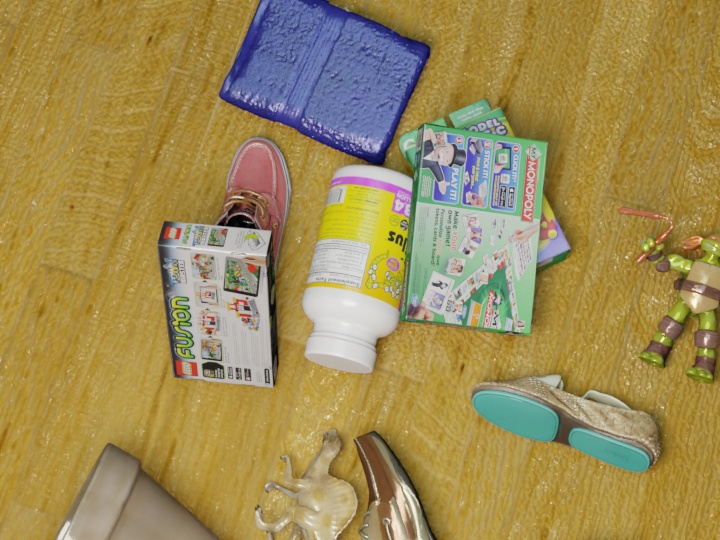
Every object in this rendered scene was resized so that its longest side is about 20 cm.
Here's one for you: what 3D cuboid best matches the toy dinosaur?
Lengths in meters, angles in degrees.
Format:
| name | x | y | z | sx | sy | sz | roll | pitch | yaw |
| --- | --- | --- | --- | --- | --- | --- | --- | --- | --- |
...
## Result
| name | x | y | z | sx | sy | sz | roll | pitch | yaw |
| --- | --- | --- | --- | --- | --- | --- | --- | --- | --- |
| toy dinosaur | -0.050 | 0.251 | 1.680 | 0.100 | 0.058 | 0.201 | -10 | 65 | 12 |

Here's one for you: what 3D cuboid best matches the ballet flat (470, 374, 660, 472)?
| name | x | y | z | sx | sy | sz | roll | pitch | yaw |
| --- | --- | --- | --- | --- | --- | --- | --- | --- | --- |
| ballet flat | 0.211 | 0.145 | 1.709 | 0.199 | 0.071 | 0.065 | 22 | 50 | 6 |

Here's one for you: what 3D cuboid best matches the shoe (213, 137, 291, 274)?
| name | x | y | z | sx | sy | sz | roll | pitch | yaw |
| --- | --- | --- | --- | --- | --- | --- | --- | --- | --- |
| shoe | -0.115 | -0.058 | 1.756 | 0.071 | 0.091 | 0.202 | 3 | 71 | 5 |

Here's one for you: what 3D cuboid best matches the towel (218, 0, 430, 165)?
| name | x | y | z | sx | sy | sz | roll | pitch | yaw |
| --- | --- | --- | --- | --- | --- | --- | --- | --- | --- |
| towel | -0.037 | -0.214 | 1.824 | 0.199 | 0.050 | 0.148 | 24 | 84 | 9 |

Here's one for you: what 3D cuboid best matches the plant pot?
| name | x | y | z | sx | sy | sz | roll | pitch | yaw |
| --- | --- | --- | --- | --- | --- | --- | --- | --- | --- |
| plant pot | -0.218 | 0.296 | 1.635 | 0.173 | 0.200 | 0.201 | 29 | 78 | -8 |

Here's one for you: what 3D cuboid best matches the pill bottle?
| name | x | y | z | sx | sy | sz | roll | pitch | yaw |
| --- | --- | --- | --- | --- | --- | --- | --- | --- | --- |
| pill bottle | 0.000 | 0.000 | 1.731 | 0.103 | 0.104 | 0.201 | 12 | 76 | 6 |

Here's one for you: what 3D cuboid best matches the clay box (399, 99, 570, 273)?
| name | x | y | z | sx | sy | sz | roll | pitch | yaw |
| --- | --- | --- | --- | --- | --- | --- | --- | --- | --- |
| clay box | 0.127 | -0.082 | 1.774 | 0.114 | 0.048 | 0.201 | -24 | 76 | -5 |

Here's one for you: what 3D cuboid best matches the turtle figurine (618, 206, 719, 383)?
| name | x | y | z | sx | sy | sz | roll | pitch | yaw |
| --- | --- | --- | --- | --- | --- | --- | --- | --- | --- |
| turtle figurine | 0.339 | 0.024 | 1.726 | 0.199 | 0.064 | 0.162 | 21 | 84 | 0 |

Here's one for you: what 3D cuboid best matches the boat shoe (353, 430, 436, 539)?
| name | x | y | z | sx | sy | sz | roll | pitch | yaw |
| --- | --- | --- | --- | --- | --- | --- | --- | --- | --- |
| boat shoe | 0.034 | 0.260 | 1.675 | 0.073 | 0.076 | 0.201 | -25 | 74 | -1 |

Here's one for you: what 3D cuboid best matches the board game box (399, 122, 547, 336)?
| name | x | y | z | sx | sy | sz | roll | pitch | yaw |
| --- | --- | --- | --- | --- | --- | --- | --- | --- | --- |
| board game box | 0.116 | -0.041 | 1.707 | 0.134 | 0.029 | 0.202 | 8 | 82 | -12 |

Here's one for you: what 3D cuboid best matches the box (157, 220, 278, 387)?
| name | x | y | z | sx | sy | sz | roll | pitch | yaw |
| --- | --- | --- | --- | --- | --- | --- | --- | --- | --- |
| box | -0.140 | 0.037 | 1.683 | 0.109 | 0.201 | 0.035 | 6 | 47 | 5 |
